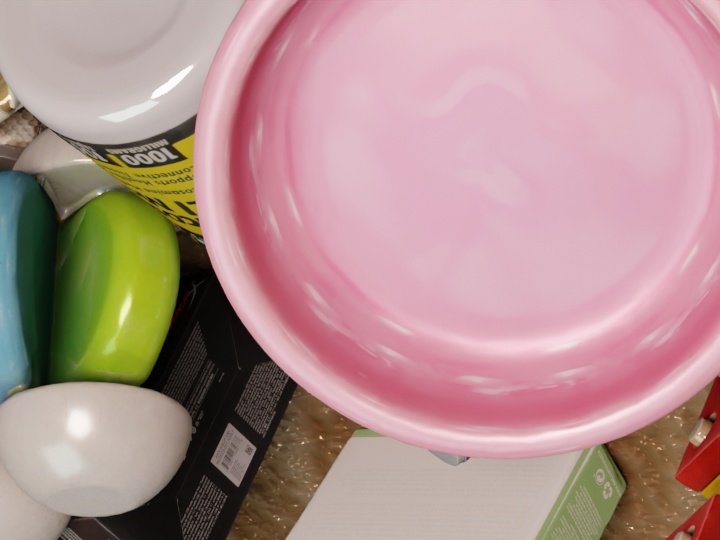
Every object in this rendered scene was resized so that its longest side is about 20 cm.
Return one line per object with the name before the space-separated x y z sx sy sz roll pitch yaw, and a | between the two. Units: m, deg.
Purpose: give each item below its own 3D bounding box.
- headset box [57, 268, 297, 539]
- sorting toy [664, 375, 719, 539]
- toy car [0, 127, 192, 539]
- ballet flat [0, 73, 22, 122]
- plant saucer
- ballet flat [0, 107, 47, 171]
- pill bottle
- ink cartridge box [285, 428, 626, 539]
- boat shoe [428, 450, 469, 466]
headset box | -0.139 0.092 1.249 0.200 0.149 0.077 -12 133 45
sorting toy | 0.176 0.066 0.946 0.069 0.200 0.199 31 144 -3
toy car | -0.165 0.023 1.093 0.150 0.175 0.200 20 148 -34
ballet flat | -0.178 -0.085 1.060 0.067 0.200 0.062 -31 73 18
plant saucer | 0.046 -0.036 0.845 0.200 0.051 0.201 3 113 7
ballet flat | -0.213 -0.061 1.224 0.067 0.046 0.200 19 163 -39
pill bottle | -0.047 -0.069 0.986 0.112 0.113 0.200 8 164 29
ink cartridge box | 0.018 0.152 1.166 0.145 0.200 0.048 -3 129 38
boat shoe | 0.000 0.000 1.112 0.200 0.070 0.071 40 164 32
